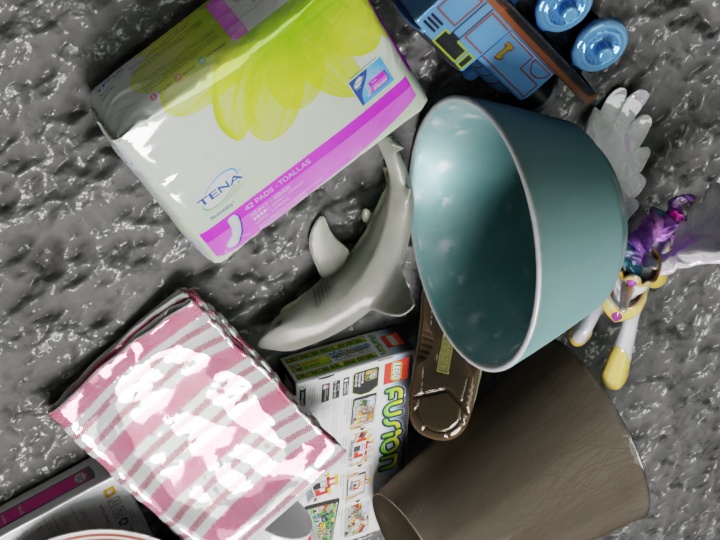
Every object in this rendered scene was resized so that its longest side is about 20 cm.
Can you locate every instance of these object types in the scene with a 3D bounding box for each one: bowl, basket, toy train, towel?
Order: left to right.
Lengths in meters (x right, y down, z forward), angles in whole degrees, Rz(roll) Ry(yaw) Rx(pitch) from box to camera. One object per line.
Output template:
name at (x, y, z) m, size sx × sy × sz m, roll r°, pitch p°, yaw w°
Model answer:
towel at (-0.121, 0.125, 1.344) m, size 0.146 × 0.030 × 0.200 m, roll -41°, pitch 113°, yaw 2°
basket at (0.121, 0.186, 1.495) m, size 0.199 × 0.136 × 0.182 m, roll -31°, pitch 104°, yaw -17°
toy train at (0.107, -0.184, 1.260) m, size 0.114 × 0.087 × 0.200 m, roll -39°, pitch 139°, yaw 13°
bowl at (0.124, -0.035, 1.299) m, size 0.104 × 0.201 × 0.203 m, roll -11°, pitch 130°, yaw -22°

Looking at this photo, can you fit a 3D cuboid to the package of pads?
package of pads at (-0.069, -0.118, 1.205) m, size 0.199 × 0.068 × 0.155 m, roll -38°, pitch 136°, yaw -1°

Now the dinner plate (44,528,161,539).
dinner plate at (-0.203, 0.279, 1.388) m, size 0.197 × 0.024 × 0.202 m, roll -4°, pitch 121°, yaw -6°

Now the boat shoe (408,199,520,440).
boat shoe at (0.081, 0.033, 1.430) m, size 0.071 × 0.076 × 0.202 m, roll 19°, pitch 102°, yaw 4°

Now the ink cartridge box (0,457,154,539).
ink cartridge box at (-0.264, 0.224, 1.377) m, size 0.199 × 0.037 × 0.095 m, roll -30°, pitch 136°, yaw -13°

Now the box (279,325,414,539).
box at (-0.015, 0.146, 1.475) m, size 0.109 × 0.035 × 0.202 m, roll -15°, pitch 131°, yaw -23°

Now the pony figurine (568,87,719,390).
pony figurine at (0.230, -0.019, 1.414) m, size 0.200 × 0.165 × 0.194 m, roll 94°, pitch 21°, yaw -67°

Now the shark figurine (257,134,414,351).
shark figurine at (0.017, -0.015, 1.332) m, size 0.127 × 0.090 × 0.216 m, roll 1°, pitch 125°, yaw -35°

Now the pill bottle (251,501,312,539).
pill bottle at (-0.111, 0.276, 1.462) m, size 0.110 × 0.111 × 0.201 m, roll 8°, pitch 119°, yaw -37°
